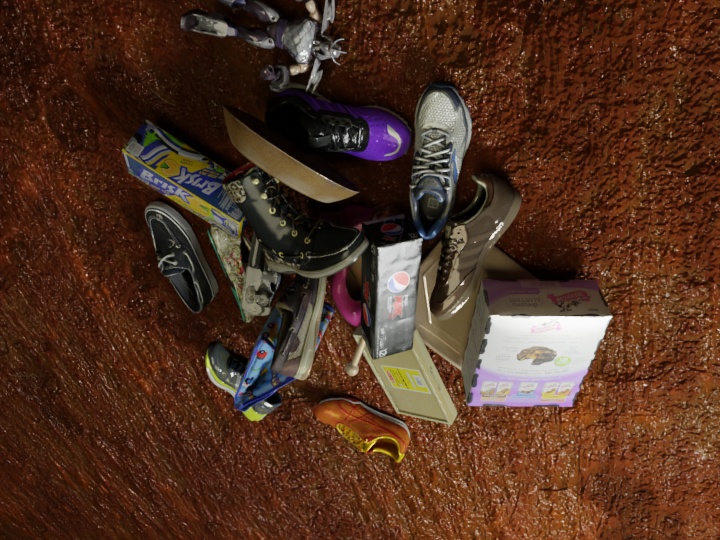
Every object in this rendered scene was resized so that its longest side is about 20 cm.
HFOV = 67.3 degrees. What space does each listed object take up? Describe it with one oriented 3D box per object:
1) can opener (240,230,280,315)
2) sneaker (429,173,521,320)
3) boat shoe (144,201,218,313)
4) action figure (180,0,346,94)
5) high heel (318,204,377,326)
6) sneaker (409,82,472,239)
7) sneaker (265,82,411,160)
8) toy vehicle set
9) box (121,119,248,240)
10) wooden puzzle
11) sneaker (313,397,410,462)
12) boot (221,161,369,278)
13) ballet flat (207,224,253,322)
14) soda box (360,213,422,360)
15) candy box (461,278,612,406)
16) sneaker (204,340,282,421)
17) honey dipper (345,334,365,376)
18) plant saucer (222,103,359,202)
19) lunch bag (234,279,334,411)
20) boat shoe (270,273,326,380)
[{"bbox_3d":[-0.150,-0.024,0.868,0.052,0.067,0.205,15,108,2],"label":"can opener"},{"bbox_3d":[0.133,-0.034,0.725,0.074,0.071,0.203,26,100,-18],"label":"sneaker"},{"bbox_3d":[-0.315,-0.018,0.928,0.070,0.068,0.204,-6,121,23],"label":"boat shoe"},{"bbox_3d":[-0.109,-0.292,0.656,0.195,0.069,0.133,19,104,1],"label":"action figure"},{"bbox_3d":[0.000,0.000,0.826,0.094,0.068,0.204,1,122,31],"label":"high heel"},{"bbox_3d":[0.098,-0.130,0.692,0.075,0.086,0.204,7,125,14],"label":"sneaker"},{"bbox_3d":[-0.034,-0.176,0.693,0.195,0.100,0.071,18,125,9],"label":"sneaker"},{"bbox_3d":[0.077,0.177,0.922,0.122,0.027,0.203,1,129,42],"label":"toy vehicle set"},{"bbox_3d":[-0.252,-0.134,0.813,0.197,0.065,0.070,32,156,-4],"label":"box"},{"bbox_3d":[0.159,0.045,0.830,0.183,0.037,0.201,35,123,-6],"label":"wooden puzzle"},{"bbox_3d":[0.000,0.303,1.038,0.195,0.078,0.074,17,130,9],"label":"sneaker"},{"bbox_3d":[-0.094,-0.072,0.723,0.200,0.074,0.156,0,130,45],"label":"boot"},{"bbox_3d":[-0.196,0.002,0.905,0.062,0.076,0.204,-18,128,-9],"label":"ballet flat"},{"bbox_3d":[0.040,0.027,0.768,0.069,0.064,0.204,-12,129,-17],"label":"soda box"},{"bbox_3d":[0.243,0.109,0.781,0.162,0.073,0.204,1,132,0],"label":"candy box"},{"bbox_3d":[-0.227,0.209,1.065,0.079,0.075,0.202,-24,120,21],"label":"sneaker"},{"bbox_3d":[0.018,0.082,0.859,0.037,0.038,0.205,20,109,3],"label":"honey dipper"},{"bbox_3d":[-0.092,-0.139,0.682,0.197,0.201,0.036,33,103,-5],"label":"plant saucer"},{"bbox_3d":[-0.150,0.142,0.929,0.093,0.152,0.200,36,128,-9],"label":"lunch bag"},{"bbox_3d":[-0.094,0.056,0.803,0.063,0.206,0.072,12,167,-23],"label":"boat shoe"}]
